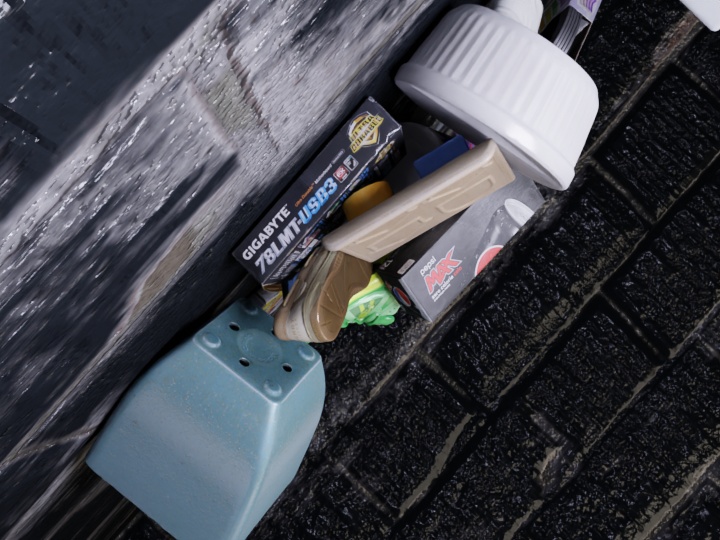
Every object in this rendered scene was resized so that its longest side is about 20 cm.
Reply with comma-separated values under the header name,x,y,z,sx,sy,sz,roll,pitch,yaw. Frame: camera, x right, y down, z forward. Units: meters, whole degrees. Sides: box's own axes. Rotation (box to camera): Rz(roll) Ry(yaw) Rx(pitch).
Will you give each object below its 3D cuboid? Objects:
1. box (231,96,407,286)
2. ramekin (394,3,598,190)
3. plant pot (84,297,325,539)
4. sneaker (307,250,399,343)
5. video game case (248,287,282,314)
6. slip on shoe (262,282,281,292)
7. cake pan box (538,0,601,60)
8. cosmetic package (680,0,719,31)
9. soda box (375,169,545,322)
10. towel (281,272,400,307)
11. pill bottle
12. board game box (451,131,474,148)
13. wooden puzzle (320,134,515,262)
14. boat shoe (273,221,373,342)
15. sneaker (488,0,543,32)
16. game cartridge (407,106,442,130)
name,x,y,z,sx,sy,sz,roll,pitch,yaw
box,-0.034,-0.075,0.927,0.199,0.050,0.200,-49,178,4
ramekin,0.137,-0.169,0.861,0.095,0.200,0.202,-57,177,5
plant pot,-0.146,0.154,0.992,0.202,0.194,0.196,-58,172,31
sneaker,0.001,0.040,1.047,0.197,0.085,0.074,-28,-150,-3
video game case,-0.170,0.083,1.306,0.200,0.025,0.181,-48,178,22
slip on shoe,-0.071,-0.014,1.186,0.075,0.062,0.199,-18,175,31
cake pan box,0.262,-0.307,1.330,0.187,0.052,0.200,-65,-167,-18
cosmetic package,0.304,-0.352,0.759,0.166,0.200,0.168,-44,178,-45
soda box,0.113,-0.039,1.008,0.200,0.071,0.063,-45,-155,-15
towel,0.000,0.000,1.099,0.195,0.114,0.049,-11,-148,-13
pill bottle,0.083,-0.123,1.148,0.112,0.112,0.199,-47,168,16
board game box,0.152,-0.196,1.103,0.120,0.032,0.204,54,49,-58
wooden puzzle,0.059,-0.074,0.896,0.183,0.047,0.200,-29,172,12
boat shoe,-0.038,0.005,0.960,0.063,0.073,0.201,-8,-154,23
sneaker,0.185,-0.242,1.034,0.118,0.072,0.200,-70,155,-17
game cartridge,0.132,-0.252,1.263,0.200,0.040,0.133,-48,174,-9
